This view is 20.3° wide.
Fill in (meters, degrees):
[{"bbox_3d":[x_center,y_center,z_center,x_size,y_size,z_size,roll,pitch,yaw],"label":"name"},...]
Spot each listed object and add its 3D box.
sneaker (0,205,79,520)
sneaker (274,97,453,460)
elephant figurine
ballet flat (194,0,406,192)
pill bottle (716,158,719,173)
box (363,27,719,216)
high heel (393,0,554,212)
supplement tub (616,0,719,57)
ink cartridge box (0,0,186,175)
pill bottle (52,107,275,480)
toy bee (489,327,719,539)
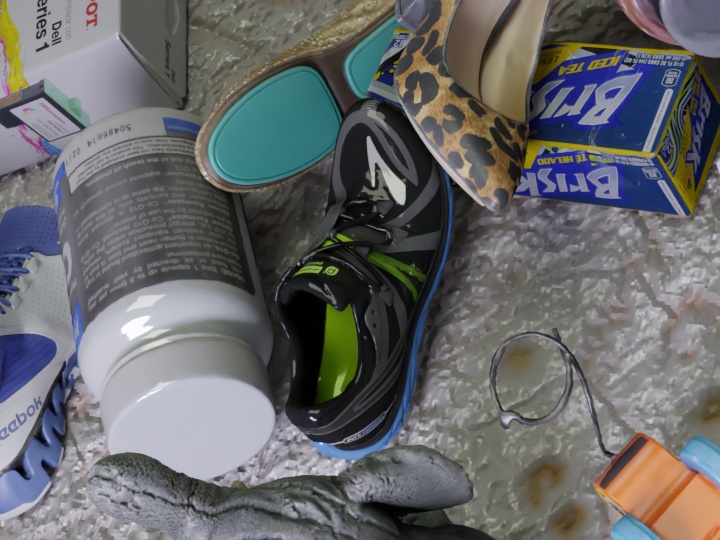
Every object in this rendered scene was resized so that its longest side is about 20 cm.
[{"bbox_3d":[-0.221,0.035,1.210,0.080,0.115,0.201,-9,55,25],"label":"sneaker"},{"bbox_3d":[0.000,0.000,1.096,0.070,0.083,0.202,2,76,32],"label":"sneaker"},{"bbox_3d":[-0.005,0.145,0.946,0.154,0.200,0.142,-34,48,7],"label":"elephant figurine"},{"bbox_3d":[-0.026,-0.109,1.204,0.199,0.071,0.065,-33,24,-25],"label":"ballet flat"},{"bbox_3d":[0.279,-0.080,0.983,0.199,0.114,0.115,-38,48,4],"label":"pill bottle"},{"bbox_3d":[0.099,-0.085,1.130,0.199,0.064,0.071,9,65,36],"label":"box"},{"bbox_3d":[0.084,-0.133,1.059,0.143,0.071,0.201,-44,37,26],"label":"high heel"},{"bbox_3d":[0.176,-0.190,1.093,0.106,0.107,0.201,-28,31,12],"label":"supplement tub"},{"bbox_3d":[-0.222,-0.155,1.360,0.198,0.084,0.146,-19,52,19],"label":"ink cartridge box"},{"bbox_3d":[-0.112,0.014,1.159,0.113,0.114,0.201,-27,49,13],"label":"pill bottle"},{"bbox_3d":[0.157,0.111,0.953,0.130,0.109,0.201,-27,74,2],"label":"toy bee"}]
